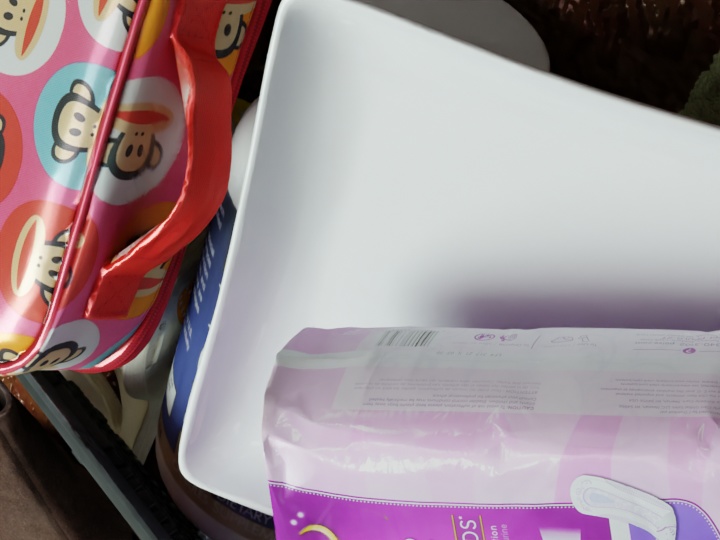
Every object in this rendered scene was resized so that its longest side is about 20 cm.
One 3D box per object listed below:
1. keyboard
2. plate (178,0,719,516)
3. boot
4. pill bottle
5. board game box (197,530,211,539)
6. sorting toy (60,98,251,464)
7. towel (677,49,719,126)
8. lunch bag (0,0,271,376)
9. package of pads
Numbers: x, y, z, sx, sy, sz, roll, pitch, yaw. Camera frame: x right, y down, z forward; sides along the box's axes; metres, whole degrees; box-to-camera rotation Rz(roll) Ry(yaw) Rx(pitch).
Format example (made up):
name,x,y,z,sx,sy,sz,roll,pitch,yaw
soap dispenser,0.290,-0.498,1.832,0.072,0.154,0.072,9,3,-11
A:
name,x,y,z,sx,sy,sz,roll,pitch,yaw
keyboard,-0.067,0.097,1.058,0.200,0.021,0.127,46,171,51
plate,0.054,0.017,0.921,0.200,0.032,0.200,19,126,6
boot,-0.155,0.069,1.194,0.200,0.072,0.166,35,157,48
pill bottle,0.000,0.000,1.018,0.111,0.111,0.200,40,133,29
board game box,-0.021,0.158,1.173,0.136,0.035,0.200,53,138,16
sorting toy,-0.119,-0.008,1.165,0.200,0.107,0.180,42,141,25
towel,0.143,0.009,0.924,0.148,0.036,0.200,47,137,24
lunch bag,-0.109,-0.068,1.005,0.176,0.082,0.200,30,107,33
package of pads,0.074,0.078,0.889,0.200,0.076,0.121,0,120,18
